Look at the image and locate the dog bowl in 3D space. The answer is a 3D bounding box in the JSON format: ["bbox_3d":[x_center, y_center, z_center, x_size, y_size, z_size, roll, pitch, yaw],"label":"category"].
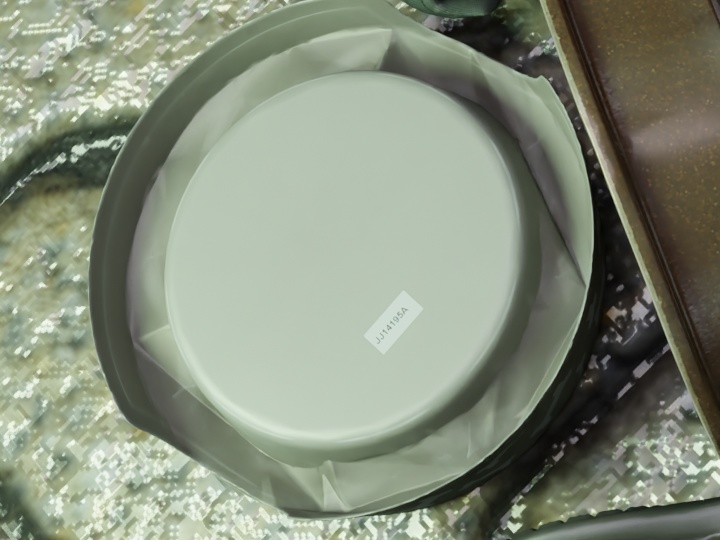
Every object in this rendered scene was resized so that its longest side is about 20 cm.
[{"bbox_3d":[0.000,0.000,1.029,0.200,0.059,0.200,-6,73,21],"label":"dog bowl"}]

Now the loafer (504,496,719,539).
[{"bbox_3d":[0.114,0.116,0.938,0.200,0.073,0.071,-17,67,17],"label":"loafer"}]

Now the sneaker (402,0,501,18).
[{"bbox_3d":[0.085,-0.163,1.020,0.200,0.074,0.085,-44,34,13],"label":"sneaker"}]

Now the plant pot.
[{"bbox_3d":[0.178,-0.058,0.908,0.198,0.200,0.201,-21,68,7],"label":"plant pot"}]
